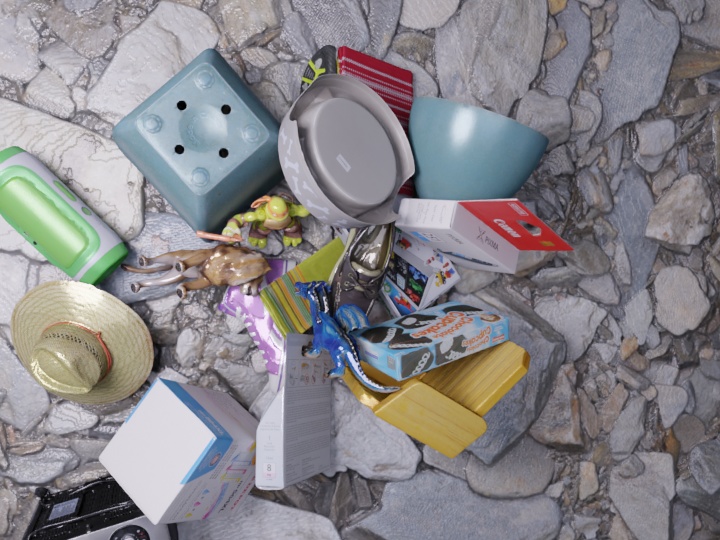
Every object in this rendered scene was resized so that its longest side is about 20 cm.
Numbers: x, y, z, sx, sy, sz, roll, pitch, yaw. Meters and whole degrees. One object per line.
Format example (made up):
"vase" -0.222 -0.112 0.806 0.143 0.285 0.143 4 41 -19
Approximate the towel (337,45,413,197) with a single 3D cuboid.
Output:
"towel" 0.023 -0.215 0.898 0.144 0.022 0.201 6 81 -39

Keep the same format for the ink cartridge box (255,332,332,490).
"ink cartridge box" -0.090 0.194 0.876 0.057 0.162 0.201 -7 80 19

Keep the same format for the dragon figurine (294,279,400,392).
"dragon figurine" -0.027 0.081 0.804 0.059 0.200 0.100 -11 120 -35

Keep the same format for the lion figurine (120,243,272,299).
"lion figurine" -0.228 -0.006 0.853 0.122 0.200 0.073 -25 120 -49

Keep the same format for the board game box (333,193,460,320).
"board game box" 0.053 -0.035 0.934 0.126 0.035 0.200 -35 99 -22

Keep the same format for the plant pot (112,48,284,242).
"plant pot" -0.202 -0.169 0.811 0.196 0.200 0.196 -42 99 -5

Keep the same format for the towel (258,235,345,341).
"towel" -0.052 0.015 0.899 0.200 0.018 0.086 -38 105 -31

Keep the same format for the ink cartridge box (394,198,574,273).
"ink cartridge box" 0.175 -0.045 0.856 0.200 0.176 0.045 25 76 -47

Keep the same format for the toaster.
"toaster" -0.344 0.355 0.825 0.180 0.200 0.119 -12 99 -17

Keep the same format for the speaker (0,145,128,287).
"speaker" -0.415 -0.070 0.835 0.088 0.088 0.200 -45 99 -5

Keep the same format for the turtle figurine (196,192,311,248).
"turtle figurine" -0.125 -0.070 0.847 0.199 0.161 0.065 -17 84 -12

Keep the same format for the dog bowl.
"dog bowl" -0.018 -0.144 0.784 0.200 0.059 0.201 17 63 -38

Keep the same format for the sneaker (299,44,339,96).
"sneaker" -0.038 -0.230 0.914 0.076 0.075 0.201 -4 91 -41

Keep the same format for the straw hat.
"straw hat" -0.387 0.119 0.818 0.200 0.085 0.202 -1 111 -2

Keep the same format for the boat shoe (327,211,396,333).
"boat shoe" 0.000 0.000 0.861 0.073 0.065 0.201 13 92 -12

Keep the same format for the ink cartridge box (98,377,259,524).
"ink cartridge box" -0.215 0.245 0.833 0.125 0.200 0.129 34 87 27

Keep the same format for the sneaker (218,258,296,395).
"sneaker" -0.150 0.084 0.903 0.114 0.073 0.201 0 82 -7

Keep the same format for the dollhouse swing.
"dollhouse swing" 0.100 0.132 0.873 0.181 0.200 0.176 33 90 -16

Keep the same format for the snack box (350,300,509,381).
"snack box" 0.097 0.092 0.864 0.200 0.116 0.037 -14 108 -32

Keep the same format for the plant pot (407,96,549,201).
"plant pot" 0.151 -0.150 0.884 0.199 0.200 0.135 16 98 -11
